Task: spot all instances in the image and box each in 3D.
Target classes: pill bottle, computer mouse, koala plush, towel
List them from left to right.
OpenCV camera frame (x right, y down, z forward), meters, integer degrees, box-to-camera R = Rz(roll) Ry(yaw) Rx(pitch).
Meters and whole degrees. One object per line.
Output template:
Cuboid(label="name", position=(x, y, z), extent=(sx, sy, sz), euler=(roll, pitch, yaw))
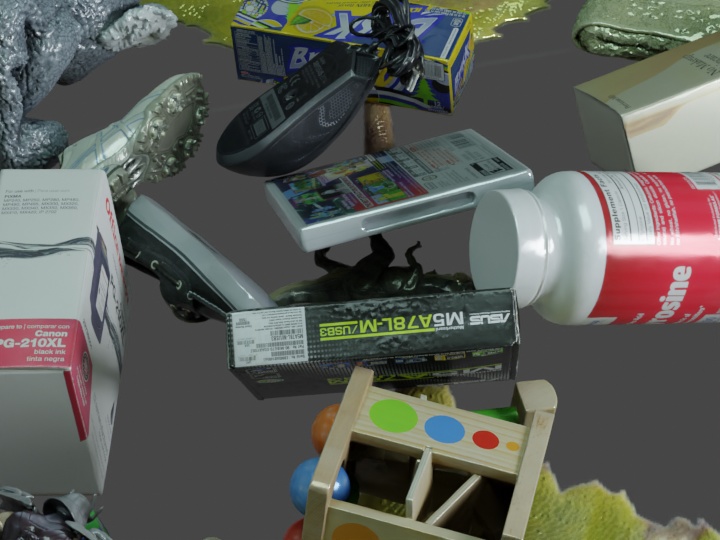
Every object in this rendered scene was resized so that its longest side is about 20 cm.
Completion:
Cuboid(label="koala plush", position=(-0.267, -0.207, 1.772), extent=(0.199, 0.185, 0.177), euler=(-27, 48, -34))
Cuboid(label="computer mouse", position=(-0.027, -0.133, 1.695), extent=(0.199, 0.053, 0.139), euler=(-34, 29, 11))
Cuboid(label="pill bottle", position=(0.186, -0.016, 1.524), extent=(0.199, 0.113, 0.113), euler=(-1, 43, -21))
Cuboid(label="towel", position=(0.292, -0.231, 1.805), extent=(0.198, 0.037, 0.149), euler=(8, 47, 14))

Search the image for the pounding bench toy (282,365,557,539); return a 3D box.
Cuboid(label="pounding bench toy", position=(0.041, 0.138, 1.403), extent=(0.155, 0.125, 0.200), euler=(14, 38, 6))

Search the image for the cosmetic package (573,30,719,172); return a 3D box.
Cuboid(label="cosmetic package", position=(0.283, -0.139, 1.667), extent=(0.199, 0.072, 0.105), euler=(-22, 23, -11))

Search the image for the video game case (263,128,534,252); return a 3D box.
Cuboid(label="video game case", position=(0.025, -0.064, 1.622), extent=(0.181, 0.023, 0.200), euler=(-14, 15, -7))

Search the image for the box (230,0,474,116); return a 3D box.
Cuboid(label="box", position=(-0.006, -0.192, 1.785), extent=(0.199, 0.065, 0.070), euler=(12, 49, 16))

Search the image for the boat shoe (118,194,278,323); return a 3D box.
Cuboid(label="boat shoe", position=(-0.127, 0.009, 1.605), extent=(0.057, 0.069, 0.200), euler=(-53, 45, 1))

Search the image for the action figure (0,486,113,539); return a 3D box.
Cuboid(label="action figure", position=(-0.232, 0.218, 1.348), extent=(0.129, 0.070, 0.200), euler=(13, 52, 36))

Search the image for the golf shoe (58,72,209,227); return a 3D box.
Cuboid(label="golf shoe", position=(-0.203, -0.100, 1.717), extent=(0.097, 0.079, 0.200), euler=(15, 49, 28))

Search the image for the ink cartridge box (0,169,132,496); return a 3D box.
Cuboid(label="ink cartridge box", position=(-0.227, 0.043, 1.532), extent=(0.084, 0.145, 0.201), euler=(-1, 47, 4))

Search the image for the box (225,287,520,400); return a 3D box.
Cuboid(label="box", position=(0.013, 0.054, 1.470), extent=(0.198, 0.193, 0.048), euler=(-5, 78, 2))

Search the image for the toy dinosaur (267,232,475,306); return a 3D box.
Cuboid(label="toy dinosaur", position=(0.000, 0.000, 1.618), extent=(0.198, 0.048, 0.089), euler=(-8, 53, 4))

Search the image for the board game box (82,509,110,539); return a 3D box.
Cuboid(label="board game box", position=(-0.242, 0.260, 1.382), extent=(0.199, 0.035, 0.136), euler=(-27, 48, -4))

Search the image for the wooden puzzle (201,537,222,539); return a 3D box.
Cuboid(label="wooden puzzle", position=(-0.071, 0.275, 1.369), extent=(0.199, 0.037, 0.185), euler=(22, 53, 25))
